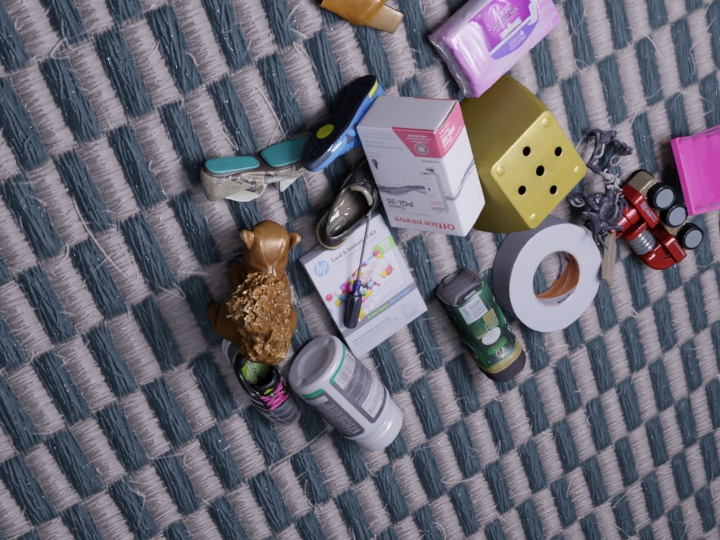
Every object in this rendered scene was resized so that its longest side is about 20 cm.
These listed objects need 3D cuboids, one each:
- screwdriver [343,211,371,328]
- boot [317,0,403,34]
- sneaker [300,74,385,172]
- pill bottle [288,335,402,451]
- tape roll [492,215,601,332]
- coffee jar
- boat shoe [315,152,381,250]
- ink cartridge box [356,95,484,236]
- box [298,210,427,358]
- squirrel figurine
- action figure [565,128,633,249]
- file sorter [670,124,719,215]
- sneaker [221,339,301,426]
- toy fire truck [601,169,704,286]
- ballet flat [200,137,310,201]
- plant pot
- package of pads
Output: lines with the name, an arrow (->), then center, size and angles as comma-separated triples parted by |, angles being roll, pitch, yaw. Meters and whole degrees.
screwdriver -> 0.000, 0.000, 1.384 | 0.029, 0.027, 0.205 | -28, 133, -62
boot -> 0.024, -0.467, 1.275 | 0.141, 0.071, 0.205 | 16, 105, -29
sneaker -> -0.017, -0.209, 1.313 | 0.202, 0.065, 0.079 | -56, 136, -29
pill bottle -> -0.021, 0.212, 1.445 | 0.113, 0.113, 0.200 | -44, 120, -4
tape roll -> 0.340, 0.006, 1.561 | 0.196, 0.066, 0.205 | -7, 109, -20
coffee jar -> 0.217, 0.100, 1.517 | 0.085, 0.104, 0.202 | -35, 117, -5
boat shoe -> 0.002, -0.119, 1.363 | 0.072, 0.065, 0.202 | 33, 80, -12
ink cartridge box -> 0.096, -0.158, 1.310 | 0.083, 0.144, 0.202 | -55, 139, -33
box -> 0.007, 0.024, 1.442 | 0.154, 0.041, 0.203 | -33, 115, -10
squirrel figurine -> -0.143, 0.029, 1.290 | 0.138, 0.201, 0.190 | 8, 116, -17
action figure -> 0.423, -0.141, 1.530 | 0.117, 0.101, 0.205 | 16, 82, -31
file sorter -> 0.686, -0.195, 1.558 | 0.197, 0.124, 0.142 | -12, 87, -36
sneaker -> -0.155, 0.188, 1.398 | 0.073, 0.087, 0.202 | -34, 116, -9
toy fire truck -> 0.519, -0.054, 1.596 | 0.200, 0.129, 0.176 | -43, 118, 8
ballet flat -> -0.150, -0.148, 1.310 | 0.196, 0.068, 0.077 | -18, 133, -23
plant pot -> 0.247, -0.180, 1.401 | 0.200, 0.176, 0.200 | -45, 117, -4
package of pads -> 0.215, -0.388, 1.378 | 0.199, 0.076, 0.121 | -42, 118, -5
